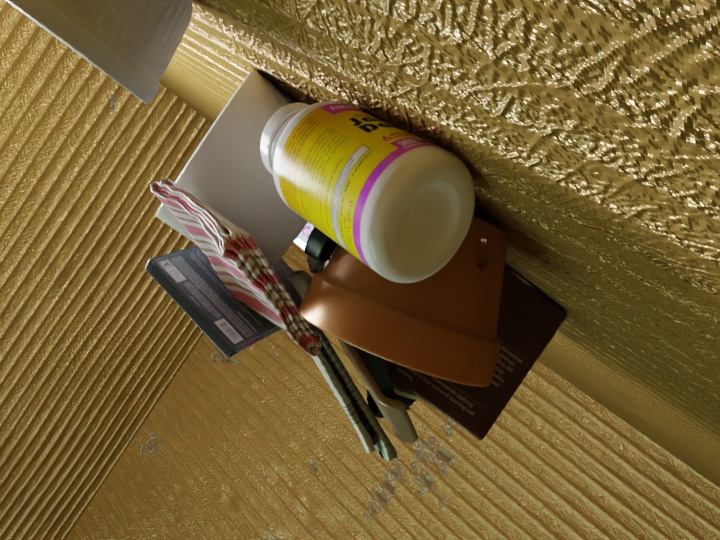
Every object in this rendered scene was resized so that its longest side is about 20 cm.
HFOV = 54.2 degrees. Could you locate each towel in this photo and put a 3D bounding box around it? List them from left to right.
[{"bbox_3d":[-0.123,0.003,0.708,0.146,0.030,0.201,33,160,38],"label":"towel"},{"bbox_3d":[-0.029,0.149,0.936,0.202,0.034,0.192,59,173,-11],"label":"towel"}]

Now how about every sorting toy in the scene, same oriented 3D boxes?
[{"bbox_3d":[0.000,0.102,0.828,0.201,0.036,0.186,52,173,26],"label":"sorting toy"}]

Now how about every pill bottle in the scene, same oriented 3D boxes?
[{"bbox_3d":[-0.006,-0.077,0.581,0.199,0.105,0.104,36,-179,44],"label":"pill bottle"}]

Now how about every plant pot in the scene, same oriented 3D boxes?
[{"bbox_3d":[0.054,0.007,0.676,0.197,0.142,0.200,19,-177,-1],"label":"plant pot"}]

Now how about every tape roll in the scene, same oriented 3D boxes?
[{"bbox_3d":[-0.127,-0.108,0.820,0.138,0.204,0.203,35,180,-16],"label":"tape roll"}]

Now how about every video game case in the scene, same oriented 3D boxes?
[{"bbox_3d":[-0.144,0.019,0.854,0.143,0.019,0.199,44,-153,11],"label":"video game case"}]

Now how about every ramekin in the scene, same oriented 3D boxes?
[{"bbox_3d":[-0.242,-0.251,0.619,0.199,0.106,0.200,36,180,0],"label":"ramekin"}]

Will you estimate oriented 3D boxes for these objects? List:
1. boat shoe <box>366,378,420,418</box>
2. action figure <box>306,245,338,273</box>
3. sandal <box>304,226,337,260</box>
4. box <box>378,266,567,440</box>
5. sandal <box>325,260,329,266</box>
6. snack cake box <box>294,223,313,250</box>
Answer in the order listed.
[{"bbox_3d":[0.040,0.178,1.005,0.074,0.067,0.199,37,180,5],"label":"boat shoe"},{"bbox_3d":[0.000,0.000,0.863,0.120,0.102,0.199,54,-162,14],"label":"action figure"},{"bbox_3d":[-0.016,-0.076,0.732,0.048,0.076,0.200,32,-153,6],"label":"sandal"},{"bbox_3d":[0.135,0.083,0.957,0.165,0.201,0.164,36,180,-9],"label":"box"},{"bbox_3d":[-0.028,-0.055,0.974,0.054,0.201,0.083,-9,-123,-27],"label":"sandal"},{"bbox_3d":[-0.016,-0.018,1.118,0.114,0.068,0.199,32,-176,-45],"label":"snack cake box"}]
